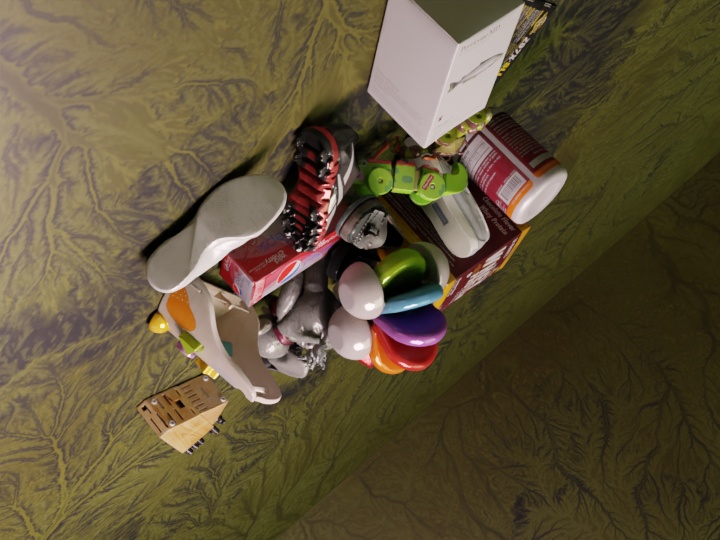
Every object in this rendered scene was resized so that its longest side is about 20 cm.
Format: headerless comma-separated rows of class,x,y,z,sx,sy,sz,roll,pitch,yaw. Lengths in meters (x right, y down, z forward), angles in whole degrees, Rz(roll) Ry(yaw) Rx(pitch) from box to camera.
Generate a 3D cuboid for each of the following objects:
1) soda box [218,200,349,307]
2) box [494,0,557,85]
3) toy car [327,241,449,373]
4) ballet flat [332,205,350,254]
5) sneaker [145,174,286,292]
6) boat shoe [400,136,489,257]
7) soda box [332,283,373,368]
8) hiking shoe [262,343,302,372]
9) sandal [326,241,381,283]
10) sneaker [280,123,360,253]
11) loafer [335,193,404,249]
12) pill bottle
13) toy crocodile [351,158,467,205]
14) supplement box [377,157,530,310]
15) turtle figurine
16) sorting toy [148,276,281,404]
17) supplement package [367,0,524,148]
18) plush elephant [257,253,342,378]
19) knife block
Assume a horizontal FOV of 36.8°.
soda box,-0.100,-0.036,1.512,0.199,0.070,0.064,-35,163,-31
box,0.175,-0.313,1.519,0.200,0.049,0.159,-51,164,24
toy car,0.059,0.066,1.566,0.174,0.150,0.201,-17,140,-32
ballet flat,-0.017,-0.047,1.684,0.071,0.071,0.200,-41,160,-7
sneaker,-0.178,-0.046,1.338,0.199,0.076,0.089,-36,175,-4
boat shoe,0.131,-0.119,1.647,0.071,0.202,0.070,-30,-178,-41
soda box,0.003,0.072,1.814,0.070,0.063,0.201,-50,-157,20
hiking shoe,-0.125,0.126,1.796,0.199,0.101,0.076,-25,157,-46
sandal,-0.001,0.001,1.622,0.076,0.048,0.200,-65,166,5
sneaker,-0.048,-0.110,1.420,0.098,0.071,0.202,-33,148,-41
loafer,0.022,-0.061,1.505,0.072,0.063,0.200,-52,170,10
pill bottle,0.213,-0.178,1.668,0.113,0.200,0.113,-39,163,-14
toy crocodile,0.055,-0.130,1.525,0.198,0.062,0.067,5,175,-10
supplement box,0.123,-0.061,1.743,0.199,0.197,0.133,-33,163,-31
turtle figurine,0.113,-0.187,1.536,0.198,0.065,0.161,-18,177,-9
sorting toy,-0.183,0.110,1.484,0.107,0.180,0.200,-44,163,3
supplement package,0.099,-0.271,1.324,0.117,0.117,0.201,-35,161,-24
plush elephant,-0.107,0.078,1.659,0.165,0.154,0.201,57,35,-39
knife block,-0.300,0.259,1.775,0.199,0.064,0.176,-22,152,-51
